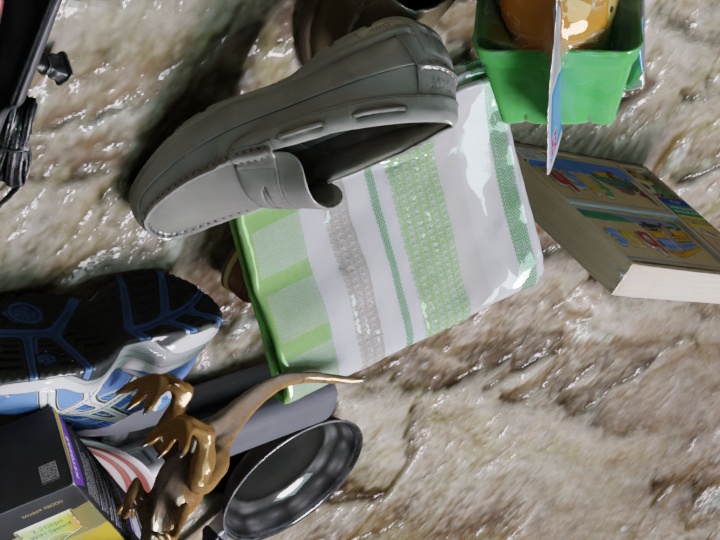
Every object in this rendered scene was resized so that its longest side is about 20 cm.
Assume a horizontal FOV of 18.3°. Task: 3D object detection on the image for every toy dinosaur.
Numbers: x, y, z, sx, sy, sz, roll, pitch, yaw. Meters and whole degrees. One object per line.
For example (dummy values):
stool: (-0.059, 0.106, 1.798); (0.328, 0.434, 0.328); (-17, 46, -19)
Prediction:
toy dinosaur: (-0.088, 0.098, 1.235); (0.200, 0.060, 0.106); (-54, 145, -23)

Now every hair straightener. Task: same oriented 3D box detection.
hair straightener: (-0.167, -0.076, 1.081); (0.077, 0.041, 0.200); (-21, 143, -35)

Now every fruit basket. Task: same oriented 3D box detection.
fruit basket: (0.111, -0.181, 1.159); (0.093, 0.186, 0.200); (6, 131, 2)

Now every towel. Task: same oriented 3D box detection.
towel: (0.018, -0.024, 1.316); (0.200, 0.031, 0.150); (-26, 110, -30)

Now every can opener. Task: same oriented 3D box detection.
can opener: (-0.095, 0.087, 1.371); (0.200, 0.053, 0.067); (-13, 138, -44)

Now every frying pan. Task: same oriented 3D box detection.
frying pan: (-0.071, 0.166, 1.524); (0.190, 0.031, 0.115); (-51, 150, 18)

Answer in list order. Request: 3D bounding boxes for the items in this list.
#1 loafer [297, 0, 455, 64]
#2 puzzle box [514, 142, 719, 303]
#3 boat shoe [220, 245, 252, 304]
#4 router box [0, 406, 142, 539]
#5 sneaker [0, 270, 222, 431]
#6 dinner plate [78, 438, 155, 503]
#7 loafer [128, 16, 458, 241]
loafer: (0.017, -0.151, 1.189); (0.076, 0.067, 0.200); (-28, 147, -27)
puzzle box: (0.179, -0.029, 1.485); (0.200, 0.133, 0.025); (4, 126, -54)
boat shoe: (0.000, 0.000, 1.363); (0.200, 0.068, 0.072); (-1, 130, -51)
router box: (-0.225, 0.164, 1.232); (0.199, 0.052, 0.157); (-23, 148, 3)
sneaker: (-0.160, 0.057, 1.225); (0.200, 0.076, 0.077); (-7, 130, -46)
dinner plate: (-0.214, 0.145, 1.280); (0.200, 0.024, 0.200); (-15, 147, -10)
loafer: (-0.037, -0.062, 1.182); (0.200, 0.070, 0.070); (-29, 151, 25)
